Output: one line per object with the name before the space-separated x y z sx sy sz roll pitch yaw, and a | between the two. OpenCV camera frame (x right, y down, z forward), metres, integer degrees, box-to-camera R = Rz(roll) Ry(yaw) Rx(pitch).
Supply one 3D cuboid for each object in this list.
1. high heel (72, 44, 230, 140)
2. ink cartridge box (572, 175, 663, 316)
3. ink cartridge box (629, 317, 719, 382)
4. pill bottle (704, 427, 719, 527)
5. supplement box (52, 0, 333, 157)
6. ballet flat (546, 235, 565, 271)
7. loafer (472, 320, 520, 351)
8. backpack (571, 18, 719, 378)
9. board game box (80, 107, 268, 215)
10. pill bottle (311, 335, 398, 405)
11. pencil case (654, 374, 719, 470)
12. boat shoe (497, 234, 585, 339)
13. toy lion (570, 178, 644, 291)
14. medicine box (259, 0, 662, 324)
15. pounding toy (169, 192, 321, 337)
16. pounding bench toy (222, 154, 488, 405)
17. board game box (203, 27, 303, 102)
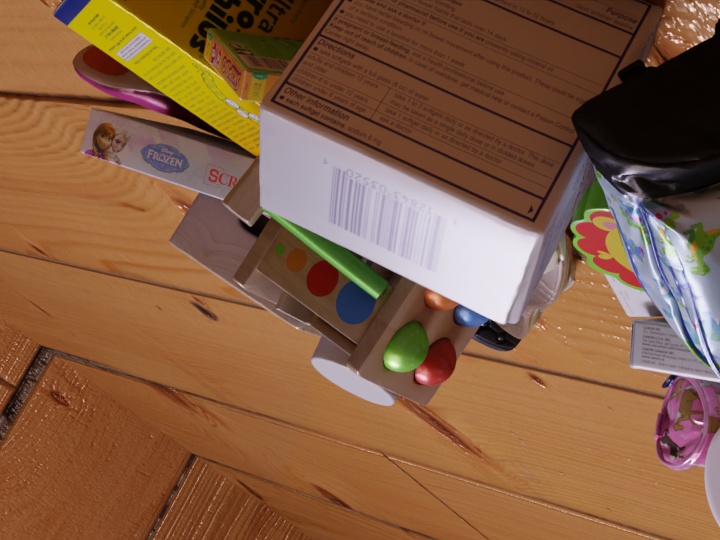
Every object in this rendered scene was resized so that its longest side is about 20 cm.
high heel | -0.171 -0.156 1.384 0.199 0.068 0.096 17 152 27
ink cartridge box | 0.277 -0.019 1.144 0.198 0.058 0.163 -5 148 25
ink cartridge box | 0.345 0.068 1.207 0.199 0.044 0.173 8 -173 43
pill bottle | 0.362 0.152 1.138 0.199 0.114 0.112 0 -176 -39
supplement box | -0.109 -0.188 1.125 0.199 0.109 0.109 33 164 -17
ballet flat | 0.128 -0.029 1.152 0.067 0.067 0.200 58 -172 6
loafer | 0.079 0.006 1.468 0.200 0.068 0.070 39 169 -16
backpack | 0.226 -0.025 0.876 0.201 0.162 0.154 72 171 -51
board game box | -0.106 -0.085 1.293 0.198 0.042 0.199 19 -175 18
pill bottle | 0.037 0.010 1.307 0.110 0.201 0.111 26 164 8
pencil case | 0.344 0.131 1.254 0.198 0.087 0.083 6 127 -18
boat shoe | 0.155 -0.003 1.346 0.073 0.063 0.200 42 161 8
toy lion | 0.254 -0.008 1.068 0.191 0.069 0.200 -2 150 43
medicine box | 0.061 -0.101 0.931 0.181 0.201 0.103 25 148 11
pounding toy | -0.092 -0.050 1.485 0.199 0.143 0.184 33 179 9
pounding bench toy | 0.000 0.000 1.124 0.156 0.125 0.200 36 -177 31
board game box | -0.003 -0.133 1.055 0.198 0.030 0.096 2 -156 -23
